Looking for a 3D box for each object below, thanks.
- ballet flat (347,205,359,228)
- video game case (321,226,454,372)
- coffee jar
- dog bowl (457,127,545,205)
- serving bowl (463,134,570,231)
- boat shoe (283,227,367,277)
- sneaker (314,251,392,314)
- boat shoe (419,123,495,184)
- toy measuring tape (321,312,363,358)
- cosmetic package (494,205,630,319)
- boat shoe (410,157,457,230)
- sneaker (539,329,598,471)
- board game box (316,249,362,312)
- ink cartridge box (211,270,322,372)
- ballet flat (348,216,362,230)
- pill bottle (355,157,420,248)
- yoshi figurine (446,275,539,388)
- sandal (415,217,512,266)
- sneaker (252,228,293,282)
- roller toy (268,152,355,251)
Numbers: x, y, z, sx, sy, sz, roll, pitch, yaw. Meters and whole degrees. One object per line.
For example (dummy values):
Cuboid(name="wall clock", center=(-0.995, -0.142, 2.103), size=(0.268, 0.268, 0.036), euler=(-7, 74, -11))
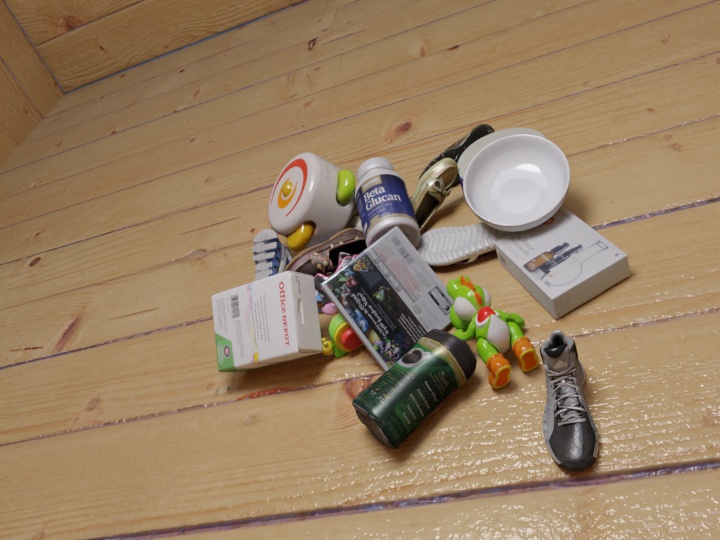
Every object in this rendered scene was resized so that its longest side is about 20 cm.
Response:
Cuboid(name="ballet flat", center=(0.005, -0.145, 1.539), size=(0.200, 0.064, 0.068), euler=(-43, 37, -21))
Cuboid(name="video game case", center=(0.057, 0.050, 1.205), size=(0.180, 0.023, 0.201), euler=(-36, 78, -14))
Cuboid(name="coffee jar", center=(0.088, 0.180, 1.068), size=(0.199, 0.086, 0.104), euler=(-40, 19, -16))
Cuboid(name="dog bowl", center=(0.304, -0.210, 1.418), size=(0.195, 0.080, 0.203), euler=(-17, 38, 13))
Cuboid(name="serving bowl", center=(0.293, -0.155, 1.269), size=(0.195, 0.066, 0.205), euler=(-9, 60, 16))
Cuboid(name="boat shoe", center=(-0.068, -0.019, 1.362), size=(0.198, 0.071, 0.070), euler=(-36, 33, -13))
Cuboid(name="sneaker", center=(0.000, 0.000, 1.268), size=(0.197, 0.097, 0.079), euler=(-29, -1, -4))
Cuboid(name="boat shoe", center=(0.221, -0.252, 1.538), size=(0.198, 0.076, 0.074), euler=(-36, 8, 3))
Cuboid(name="toy measuring tape", center=(0.008, 0.090, 1.247), size=(0.197, 0.074, 0.074), euler=(-32, 36, -6))
Cuboid(name="cosmetic package", center=(0.348, -0.021, 1.188), size=(0.148, 0.052, 0.201), euler=(-28, 36, -5))
Cuboid(name="boat shoe", center=(0.140, -0.141, 1.410), size=(0.201, 0.073, 0.063), euler=(-48, 44, 9))
Cuboid(name="sneaker", center=(0.280, 0.167, 0.945), size=(0.073, 0.117, 0.203), euler=(-13, 38, 17))
Cuboid(name="board game box", center=(-0.021, 0.015, 1.384), size=(0.195, 0.037, 0.153), euler=(-7, 41, 24))
Cuboid(name="ink cartridge box", center=(-0.175, 0.099, 1.257), size=(0.196, 0.083, 0.149), euler=(-16, 75, 30))
Cuboid(name="ballet flat", center=(0.019, -0.104, 1.479), size=(0.198, 0.070, 0.070), euler=(-34, 36, -8))
Cuboid(name="pill bottle", center=(0.048, -0.130, 1.366), size=(0.109, 0.112, 0.203), euler=(-20, 51, 8))
Cuboid(name="yoshi figurine", center=(0.206, 0.098, 1.118), size=(0.113, 0.110, 0.202), euler=(-56, 44, 27))
Cuboid(name="sandal", center=(0.199, -0.045, 1.313), size=(0.198, 0.050, 0.084), euler=(-10, 56, 24))
Cuboid(name="sneaker", center=(-0.177, 0.026, 1.436), size=(0.079, 0.115, 0.205), euler=(-4, 71, 30))
Cuboid(name="roller toy", center=(-0.111, -0.148, 1.455), size=(0.203, 0.138, 0.182), euler=(-62, 34, 7))
